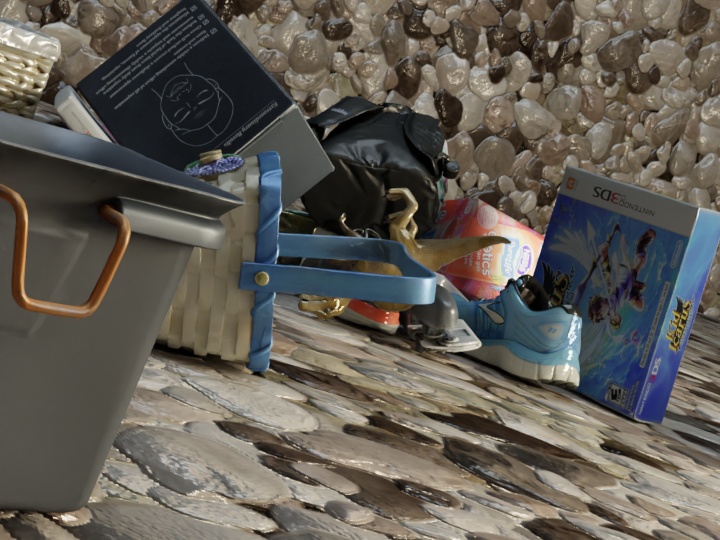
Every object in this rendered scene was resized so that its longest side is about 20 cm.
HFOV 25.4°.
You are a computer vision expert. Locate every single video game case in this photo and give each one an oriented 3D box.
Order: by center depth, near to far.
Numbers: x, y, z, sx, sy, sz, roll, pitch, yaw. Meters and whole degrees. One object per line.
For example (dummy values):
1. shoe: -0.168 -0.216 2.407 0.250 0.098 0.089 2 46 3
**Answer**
1. video game case: -0.222 -0.092 1.497 0.183 0.024 0.200 53 -2 -14
2. video game case: 0.236 0.019 1.505 0.045 0.202 0.181 12 7 -37

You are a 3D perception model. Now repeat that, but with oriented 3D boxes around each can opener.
1. can opener: 0.065 0.028 1.460 0.053 0.068 0.200 -3 16 -9

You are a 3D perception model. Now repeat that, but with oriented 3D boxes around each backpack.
1. backpack: 0.019 -0.104 1.677 0.165 0.128 0.200 17 23 3

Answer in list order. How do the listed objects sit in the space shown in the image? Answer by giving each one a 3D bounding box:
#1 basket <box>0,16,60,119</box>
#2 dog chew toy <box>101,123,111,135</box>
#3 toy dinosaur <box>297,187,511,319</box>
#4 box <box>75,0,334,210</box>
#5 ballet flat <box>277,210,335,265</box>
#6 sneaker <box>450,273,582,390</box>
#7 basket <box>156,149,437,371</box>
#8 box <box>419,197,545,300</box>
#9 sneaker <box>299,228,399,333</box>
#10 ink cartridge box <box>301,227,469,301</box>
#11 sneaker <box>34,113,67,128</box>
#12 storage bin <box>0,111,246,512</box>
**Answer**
1. basket: -0.413 -0.177 1.456 0.199 0.162 0.198 16 6 -36
2. dog chew toy: -0.238 -0.121 1.743 0.199 0.126 0.124 -2 -11 45
3. toy dinosaur: 0.039 -0.015 1.398 0.198 0.102 0.058 -21 -28 15
4. box: -0.145 -0.134 1.491 0.200 0.148 0.107 50 -4 37
5. ballet flat: -0.098 -0.039 1.685 0.198 0.071 0.071 19 4 -27
6. sneaker: 0.144 0.047 1.492 0.078 0.091 0.199 15 3 -36
7. basket: -0.058 -0.007 1.045 0.198 0.141 0.176 8 6 -10
8. box: 0.110 -0.012 1.730 0.102 0.095 0.200 27 -8 -18
9. sneaker: 0.000 0.000 1.516 0.076 0.083 0.200 16 6 -24
10. ink cartridge box: 0.046 0.030 1.685 0.160 0.050 0.200 21 -11 27
11. sneaker: -0.336 -0.114 1.605 0.114 0.081 0.199 16 -2 7
12. storage bin: -0.151 0.010 0.562 0.145 0.136 0.199 23 7 42
